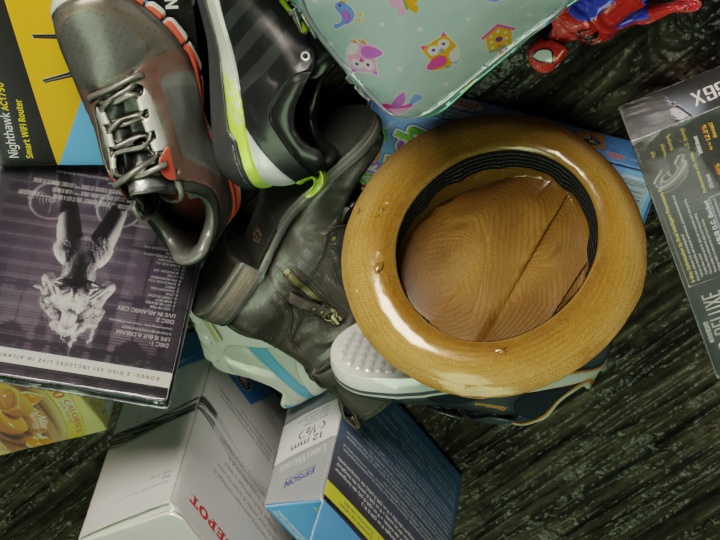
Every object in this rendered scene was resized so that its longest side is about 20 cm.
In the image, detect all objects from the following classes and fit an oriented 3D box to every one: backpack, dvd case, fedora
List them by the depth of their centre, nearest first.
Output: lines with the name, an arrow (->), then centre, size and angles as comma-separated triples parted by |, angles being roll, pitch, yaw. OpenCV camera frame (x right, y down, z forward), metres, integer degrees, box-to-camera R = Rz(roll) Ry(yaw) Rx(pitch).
backpack -> 0.027, -0.203, 1.155 | 0.175, 0.154, 0.200 | -36, 108, 26
fedora -> 0.084, 0.000, 1.256 | 0.199, 0.202, 0.082 | 9, 155, 3
dvd case -> -0.179, -0.010, 1.313 | 0.147, 0.201, 0.016 | 8, 150, 3

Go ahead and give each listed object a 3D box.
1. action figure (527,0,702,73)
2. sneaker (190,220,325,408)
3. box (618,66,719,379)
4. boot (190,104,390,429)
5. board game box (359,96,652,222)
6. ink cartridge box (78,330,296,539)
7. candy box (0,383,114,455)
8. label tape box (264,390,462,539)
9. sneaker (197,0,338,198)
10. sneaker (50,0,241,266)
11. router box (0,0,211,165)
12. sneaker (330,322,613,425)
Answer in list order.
action figure -> 0.178, -0.182, 1.205 | 0.199, 0.052, 0.065 | -35, 140, 32
sneaker -> -0.092, 0.023, 1.390 | 0.200, 0.077, 0.081 | 38, 114, -18
box -> 0.271, -0.042, 1.274 | 0.157, 0.050, 0.201 | -21, 121, 8
boot -> 0.000, 0.000, 1.327 | 0.173, 0.069, 0.200 | 30, 113, -27
board game box -> 0.088, -0.039, 1.340 | 0.198, 0.037, 0.152 | 14, 127, -2
ink cartridge box -> -0.110, 0.160, 1.420 | 0.085, 0.201, 0.147 | -20, 120, 23
candy box -> -0.270, 0.045, 1.396 | 0.115, 0.056, 0.200 | -15, 131, 23
label tape box -> 0.000, 0.179, 1.414 | 0.066, 0.201, 0.143 | -26, 118, 28
sneaker -> -0.049, -0.146, 1.231 | 0.082, 0.072, 0.202 | -2, 101, 19
sneaker -> -0.131, -0.087, 1.233 | 0.077, 0.082, 0.201 | -17, 124, 20
router box -> -0.173, -0.157, 1.268 | 0.148, 0.051, 0.201 | 0, 134, 3
sneaker -> 0.077, 0.067, 1.317 | 0.198, 0.079, 0.080 | -9, 130, -14
